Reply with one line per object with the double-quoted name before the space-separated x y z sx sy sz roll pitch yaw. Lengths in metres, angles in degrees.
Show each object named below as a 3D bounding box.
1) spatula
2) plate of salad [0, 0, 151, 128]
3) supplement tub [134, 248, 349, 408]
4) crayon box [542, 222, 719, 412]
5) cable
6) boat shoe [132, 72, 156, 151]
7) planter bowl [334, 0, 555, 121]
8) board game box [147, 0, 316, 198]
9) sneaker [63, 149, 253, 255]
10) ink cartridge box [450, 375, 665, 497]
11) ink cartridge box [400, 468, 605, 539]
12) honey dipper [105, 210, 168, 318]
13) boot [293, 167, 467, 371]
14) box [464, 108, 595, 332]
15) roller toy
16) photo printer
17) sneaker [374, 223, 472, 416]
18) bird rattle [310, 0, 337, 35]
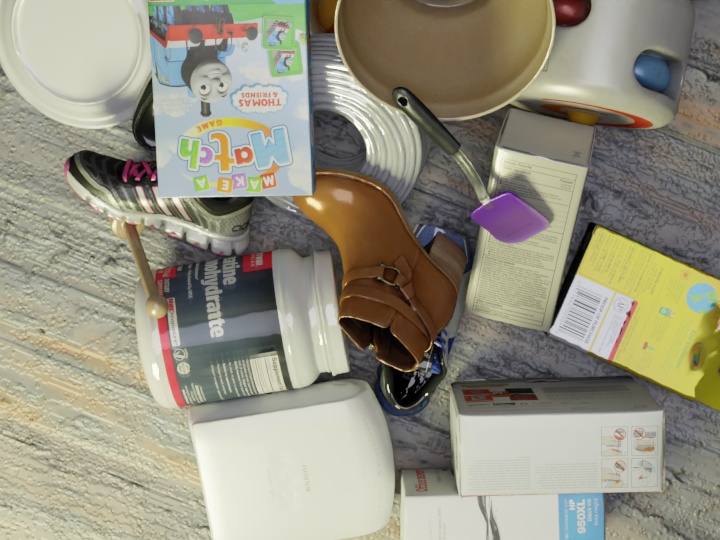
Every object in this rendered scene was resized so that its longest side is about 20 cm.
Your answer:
"spatula" 0.097 -0.097 1.495 0.056 0.021 0.200 -30 110 36
"plate of salad" -0.279 -0.244 1.619 0.198 0.048 0.202 5 112 13
"supplement tub" -0.117 0.056 1.598 0.198 0.140 0.142 -9 94 0
"crayon box" 0.303 0.049 1.643 0.198 0.051 0.128 25 94 -1
"cable" -0.027 -0.138 1.579 0.199 0.070 0.200 30 129 -9
"boat shoe" -0.160 -0.190 1.568 0.072 0.068 0.200 41 114 -15
"planter bowl" 0.079 -0.259 1.476 0.198 0.135 0.202 2 131 3
"board game box" -0.120 -0.171 1.502 0.149 0.037 0.202 -1 104 4
"sneaker" -0.192 -0.088 1.584 0.198 0.074 0.088 21 119 -8
"ink cartridge box" 0.190 0.162 1.591 0.198 0.176 0.085 -1 97 1
"ink cartridge box" 0.139 0.250 1.609 0.198 0.145 0.085 -2 93 0
"honey dipper" -0.217 -0.018 1.571 0.038 0.200 0.038 -10 126 -15
"boot" 0.000 0.000 1.531 0.199 0.156 0.077 35 137 -7
"box" 0.166 -0.048 1.571 0.094 0.078 0.201 15 127 6
"roller toy" 0.224 -0.210 1.556 0.198 0.182 0.141 11 89 -2
"photo printer" -0.065 0.200 1.631 0.198 0.070 0.168 -8 108 0
"sneaker" 0.068 0.058 1.611 0.080 0.115 0.202 14 93 -2
"bird rattle" 0.006 -0.272 1.601 0.200 0.113 0.163 44 85 -14
